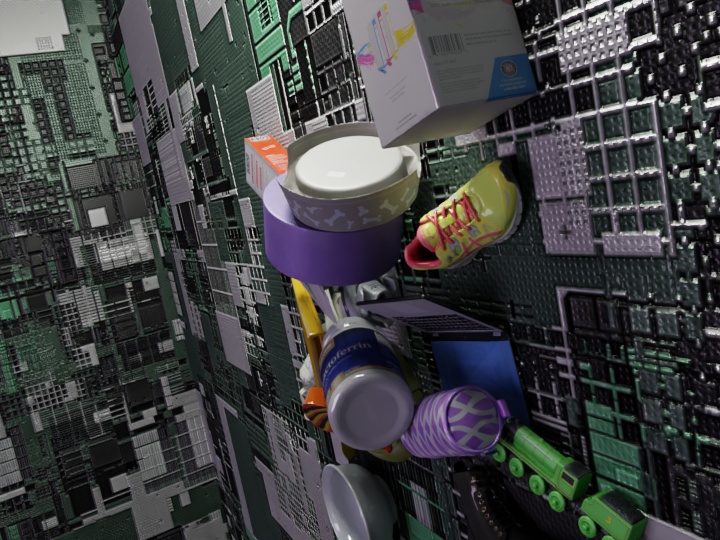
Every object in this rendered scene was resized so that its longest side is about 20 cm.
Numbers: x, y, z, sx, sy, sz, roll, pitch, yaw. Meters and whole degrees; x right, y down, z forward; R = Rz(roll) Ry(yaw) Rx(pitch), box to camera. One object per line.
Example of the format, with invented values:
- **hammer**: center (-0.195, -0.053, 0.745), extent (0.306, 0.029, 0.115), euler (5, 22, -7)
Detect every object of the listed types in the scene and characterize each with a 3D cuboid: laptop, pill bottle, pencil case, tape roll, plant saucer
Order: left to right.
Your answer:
- **tape roll**: center (-0.038, -0.069, 0.924), extent (0.200, 0.197, 0.086), euler (45, 142, 46)
- **pill bottle**: center (0.001, 0.149, 0.921), extent (0.200, 0.114, 0.118), euler (-114, 18, -68)
- **plant saucer**: center (0.025, 0.221, 1.083), extent (0.198, 0.031, 0.204), euler (12, 105, 48)
- **laptop**: center (0.103, 0.121, 0.845), extent (0.187, 0.198, 0.118), euler (-13, 58, 64)
- **pencil case**: center (0.113, 0.195, 0.837), extent (0.085, 0.084, 0.200), euler (66, 160, 8)

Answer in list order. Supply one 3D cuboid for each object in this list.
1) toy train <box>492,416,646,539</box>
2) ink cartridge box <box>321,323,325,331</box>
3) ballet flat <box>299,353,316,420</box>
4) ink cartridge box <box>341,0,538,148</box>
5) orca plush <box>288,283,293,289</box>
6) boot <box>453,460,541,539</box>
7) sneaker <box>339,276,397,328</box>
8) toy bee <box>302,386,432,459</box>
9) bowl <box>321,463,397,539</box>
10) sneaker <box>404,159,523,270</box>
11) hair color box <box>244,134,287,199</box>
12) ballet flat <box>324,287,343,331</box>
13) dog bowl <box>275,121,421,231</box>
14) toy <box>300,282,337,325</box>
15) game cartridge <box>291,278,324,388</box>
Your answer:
- **toy train**: center (0.223, 0.232, 0.724), extent (0.199, 0.041, 0.057), euler (36, 125, 46)
- **ink cartridge box**: center (-0.026, 0.193, 1.233), extent (0.161, 0.049, 0.203), euler (147, 115, -64)
- **ballet flat**: center (-0.096, 0.234, 1.362), extent (0.069, 0.069, 0.203), euler (39, 137, 50)
- **ink cartridge box**: center (0.074, -0.251, 0.680), extent (0.125, 0.127, 0.203), euler (-20, 85, 64)
- **orca plush**: center (-0.093, -0.054, 1.234), extent (0.103, 0.071, 0.202), euler (5, 128, 15)
- **boot**: center (0.180, 0.319, 0.842), extent (0.200, 0.076, 0.141), euler (-35, 68, 62)
- **sneaker**: center (0.000, 0.000, 1.033), extent (0.114, 0.074, 0.203), euler (5, 113, 62)
- **toy bee**: center (0.011, 0.238, 1.001), extent (0.198, 0.131, 0.110), euler (14, 132, 35)
- **bowl**: center (0.008, 0.451, 1.239), extent (0.201, 0.089, 0.204), euler (40, 138, 49)
- **sneaker**: center (0.112, -0.050, 0.753), extent (0.079, 0.089, 0.201), euler (66, 152, 21)
- **hair color box**: center (-0.163, -0.180, 1.277), extent (0.200, 0.060, 0.103), euler (46, 142, 44)
- **ballet flat**: center (-0.039, 0.036, 1.130), extent (0.069, 0.068, 0.203), euler (-20, 82, 64)
- **dog bowl**: center (-0.013, -0.123, 0.854), extent (0.200, 0.198, 0.059), euler (44, 152, 47)
- **toy**: center (-0.076, -0.006, 1.034), extent (0.200, 0.047, 0.116), euler (34, 150, 60)
- **game cartridge**: center (-0.082, 0.127, 1.171), extent (0.201, 0.032, 0.179), euler (-113, 12, -58)
